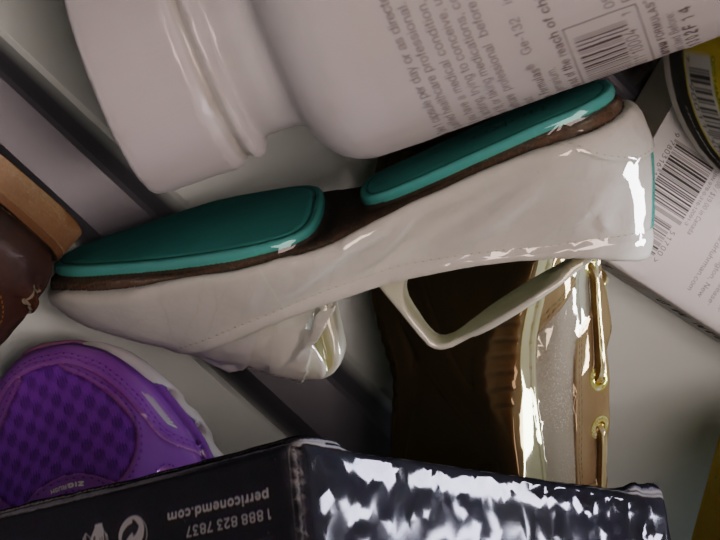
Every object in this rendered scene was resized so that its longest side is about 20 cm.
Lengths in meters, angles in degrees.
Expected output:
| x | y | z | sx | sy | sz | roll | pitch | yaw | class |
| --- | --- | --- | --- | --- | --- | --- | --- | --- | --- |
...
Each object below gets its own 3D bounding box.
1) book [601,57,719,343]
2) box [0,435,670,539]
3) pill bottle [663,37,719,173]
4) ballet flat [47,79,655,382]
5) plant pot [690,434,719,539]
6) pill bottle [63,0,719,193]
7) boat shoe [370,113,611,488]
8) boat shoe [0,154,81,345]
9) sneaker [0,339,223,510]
| x | y | z | sx | sy | sz | roll | pitch | yaw | class |
| --- | --- | --- | --- | --- | --- | --- | --- | --- | --- |
| 0.185 | -0.016 | 1.027 | 0.200 | 0.048 | 0.134 | 32 | 87 | -21 | book |
| 0.005 | 0.162 | 0.819 | 0.196 | 0.117 | 0.201 | 13 | 66 | -53 | box |
| 0.181 | -0.066 | 0.893 | 0.114 | 0.200 | 0.115 | -2 | 98 | -16 | pill bottle |
| 0.000 | 0.000 | 0.904 | 0.199 | 0.069 | 0.070 | -17 | 107 | 12 | ballet flat |
| 0.199 | 0.148 | 0.972 | 0.176 | 0.200 | 0.201 | 11 | 110 | -5 | plant pot |
| 0.015 | -0.098 | 0.880 | 0.199 | 0.114 | 0.115 | -19 | 107 | 7 | pill bottle |
| 0.049 | 0.016 | 0.967 | 0.066 | 0.074 | 0.201 | -5 | 99 | -52 | boat shoe |
| -0.173 | -0.044 | 0.861 | 0.200 | 0.070 | 0.070 | 42 | 78 | -22 | boat shoe |
| -0.077 | 0.118 | 0.891 | 0.080 | 0.088 | 0.201 | -13 | 82 | 11 | sneaker |
